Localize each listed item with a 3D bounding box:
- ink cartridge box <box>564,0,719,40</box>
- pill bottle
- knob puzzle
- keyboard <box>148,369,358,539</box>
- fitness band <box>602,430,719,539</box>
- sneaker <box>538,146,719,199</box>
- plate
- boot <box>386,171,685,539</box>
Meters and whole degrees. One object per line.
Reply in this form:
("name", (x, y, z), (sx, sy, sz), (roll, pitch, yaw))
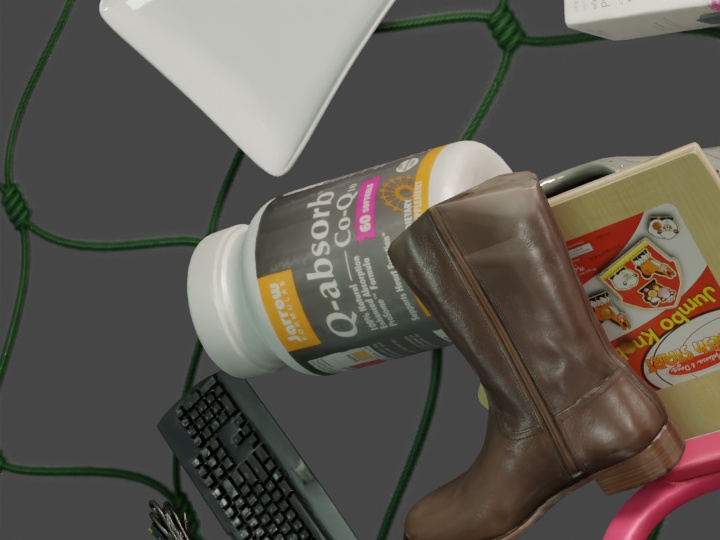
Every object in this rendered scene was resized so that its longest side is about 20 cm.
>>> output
("ink cartridge box", (0.214, -0.202, 1.125), (0.199, 0.067, 0.118), (-6, 84, 31))
("pill bottle", (0.000, 0.000, 1.219), (0.199, 0.116, 0.117), (-16, 80, 30))
("knob puzzle", (0.153, 0.035, 1.119), (0.218, 0.031, 0.221), (7, 124, 10))
("keyboard", (-0.075, 0.172, 1.313), (0.127, 0.021, 0.200), (-47, 65, 21))
("fitness band", (0.222, 0.151, 1.075), (0.198, 0.037, 0.145), (-16, 52, 16))
("sneaker", (0.179, -0.035, 1.124), (0.199, 0.092, 0.076), (-12, 81, 30))
("plate", (-0.058, -0.195, 1.313), (0.199, 0.032, 0.201), (42, 109, 25))
("boot", (0.057, 0.052, 1.100), (0.185, 0.064, 0.201), (-26, 114, 21))
